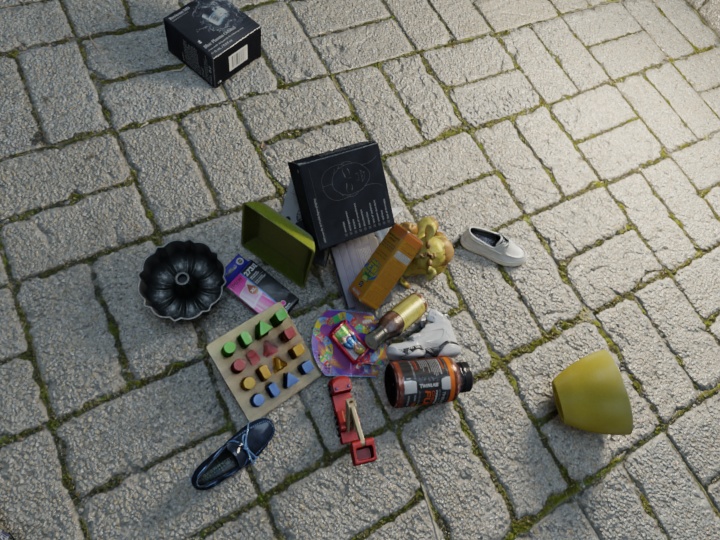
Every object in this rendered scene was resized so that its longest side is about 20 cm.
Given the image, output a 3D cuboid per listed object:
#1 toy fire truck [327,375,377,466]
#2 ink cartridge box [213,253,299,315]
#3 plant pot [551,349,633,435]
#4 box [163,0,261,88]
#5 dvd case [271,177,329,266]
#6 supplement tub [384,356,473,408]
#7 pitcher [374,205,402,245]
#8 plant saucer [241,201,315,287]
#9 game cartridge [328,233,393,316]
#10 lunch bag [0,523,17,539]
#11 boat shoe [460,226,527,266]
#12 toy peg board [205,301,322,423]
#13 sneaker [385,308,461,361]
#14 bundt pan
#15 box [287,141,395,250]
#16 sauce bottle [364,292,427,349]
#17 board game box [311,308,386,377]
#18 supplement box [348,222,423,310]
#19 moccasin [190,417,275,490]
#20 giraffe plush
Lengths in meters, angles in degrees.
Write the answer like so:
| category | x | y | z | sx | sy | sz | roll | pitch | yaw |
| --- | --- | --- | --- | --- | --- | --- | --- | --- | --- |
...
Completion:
| category | x | y | z | sx | sy | sz | roll | pitch | yaw |
| --- | --- | --- | --- | --- | --- | --- | --- | --- | --- |
| toy fire truck | -0.023 | 0.321 | 1.141 | 0.048 | 0.141 | 0.203 | -8 | 68 | -16 |
| ink cartridge box | -0.255 | 0.045 | 1.275 | 0.199 | 0.037 | 0.095 | 37 | 64 | 8 |
| plant pot | 0.549 | 0.307 | 1.266 | 0.140 | 0.200 | 0.203 | -14 | 67 | 10 |
| box | -0.426 | -0.675 | 1.518 | 0.199 | 0.118 | 0.197 | 39 | 64 | 8 |
| dvd case | -0.129 | -0.129 | 1.319 | 0.148 | 0.025 | 0.203 | 18 | 96 | 5 |
| supplement tub | 0.162 | 0.260 | 1.230 | 0.196 | 0.107 | 0.109 | -4 | 66 | -14 |
| pitcher | -0.007 | -0.146 | 1.374 | 0.198 | 0.121 | 0.173 | 29 | 63 | -11 |
| plant saucer | -0.191 | -0.069 | 1.248 | 0.198 | 0.201 | 0.048 | 34 | 60 | 4 |
| game cartridge | 0.000 | 0.000 | 1.314 | 0.128 | 0.038 | 0.203 | -19 | 96 | -25 |
| lunch bag | -0.740 | 0.498 | 0.910 | 0.168 | 0.139 | 0.200 | 48 | 65 | -7 |
| boat shoe | 0.379 | -0.074 | 1.450 | 0.197 | 0.069 | 0.073 | 24 | 63 | -1 |
| toy peg board | -0.206 | 0.198 | 1.160 | 0.199 | 0.098 | 0.201 | -31 | 87 | -23 |
| sneaker | 0.149 | 0.162 | 1.292 | 0.197 | 0.075 | 0.117 | 0 | 65 | -18 |
| bundt pan | -0.410 | 0.031 | 1.218 | 0.198 | 0.076 | 0.205 | 3 | 68 | -7 |
| box | -0.045 | -0.179 | 1.225 | 0.194 | 0.124 | 0.203 | -19 | 108 | -16 |
| sauce bottle | 0.086 | 0.124 | 1.274 | 0.199 | 0.066 | 0.066 | -33 | 76 | -38 |
| board game box | -0.017 | 0.169 | 1.241 | 0.197 | 0.039 | 0.161 | 7 | 69 | -24 |
| supplement box | 0.060 | -0.009 | 1.249 | 0.068 | 0.066 | 0.201 | 28 | 98 | -39 |
| moccasin | -0.258 | 0.391 | 1.092 | 0.199 | 0.068 | 0.081 | -41 | 93 | -21 |
| giraffe plush | 0.165 | -0.049 | 1.315 | 0.199 | 0.162 | 0.174 | -32 | 98 | -20 |
